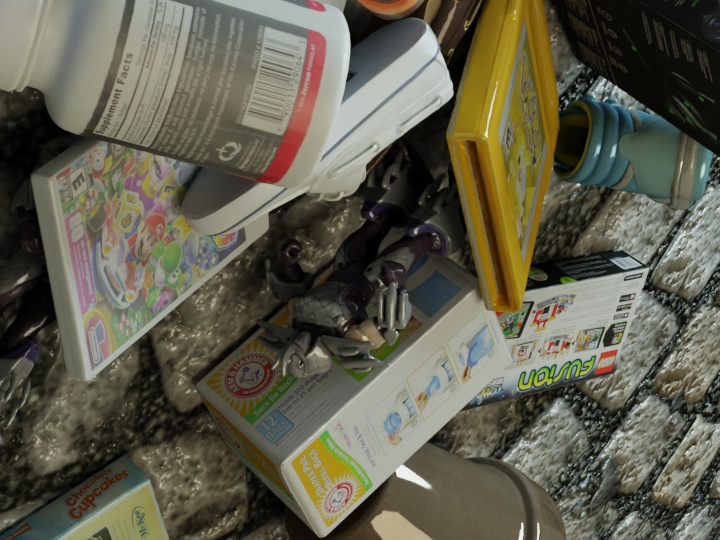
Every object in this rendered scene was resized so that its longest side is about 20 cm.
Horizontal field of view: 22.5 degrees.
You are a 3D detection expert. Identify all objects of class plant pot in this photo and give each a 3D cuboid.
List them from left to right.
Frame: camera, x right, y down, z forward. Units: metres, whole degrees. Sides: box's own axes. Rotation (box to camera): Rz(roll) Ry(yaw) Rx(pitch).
[{"bbox_3d":[0.037,0.210,1.430,0.201,0.200,0.175,-49,124,-3],"label":"plant pot"}]

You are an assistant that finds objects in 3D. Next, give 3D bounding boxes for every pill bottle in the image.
[{"bbox_3d":[-0.115,-0.122,1.031,0.198,0.111,0.111,14,111,-18],"label":"pill bottle"}]

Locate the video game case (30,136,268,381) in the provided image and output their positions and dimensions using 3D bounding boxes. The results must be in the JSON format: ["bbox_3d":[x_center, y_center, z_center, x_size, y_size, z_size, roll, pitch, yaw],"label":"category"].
[{"bbox_3d":[-0.125,-0.042,1.134,0.200,0.018,0.144,-43,138,-44],"label":"video game case"}]

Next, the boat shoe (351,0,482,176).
[{"bbox_3d":[0.032,-0.141,1.233,0.070,0.070,0.201,21,103,-47],"label":"boat shoe"}]

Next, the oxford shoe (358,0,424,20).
[{"bbox_3d":[0.054,-0.252,1.152,0.201,0.071,0.073,-58,170,2],"label":"oxford shoe"}]

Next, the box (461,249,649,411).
[{"bbox_3d":[0.151,0.049,1.519,0.199,0.035,0.111,-9,124,-40],"label":"box"}]

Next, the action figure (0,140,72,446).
[{"bbox_3d":[-0.194,0.003,1.126,0.200,0.069,0.130,-51,136,-6],"label":"action figure"}]

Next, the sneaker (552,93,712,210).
[{"bbox_3d":[0.211,-0.098,1.445,0.200,0.129,0.080,25,76,-84],"label":"sneaker"}]

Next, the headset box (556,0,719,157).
[{"bbox_3d":[0.237,-0.177,1.285,0.093,0.200,0.174,-46,148,-7],"label":"headset box"}]

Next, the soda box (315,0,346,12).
[{"bbox_3d":[-0.036,-0.233,1.101,0.063,0.068,0.201,-6,123,-41],"label":"soda box"}]

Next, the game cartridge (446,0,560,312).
[{"bbox_3d":[0.107,-0.102,1.278,0.177,0.032,0.201,73,27,-46],"label":"game cartridge"}]

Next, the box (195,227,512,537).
[{"bbox_3d":[-0.004,0.076,1.328,0.200,0.112,0.102,-42,140,-15],"label":"box"}]

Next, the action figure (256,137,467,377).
[{"bbox_3d":[0.000,0.000,1.260,0.200,0.129,0.070,-52,141,-28],"label":"action figure"}]

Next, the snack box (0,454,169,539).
[{"bbox_3d":[-0.189,0.240,1.330,0.116,0.037,0.201,-33,137,-23],"label":"snack box"}]

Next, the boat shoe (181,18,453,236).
[{"bbox_3d":[-0.021,-0.076,1.147,0.199,0.074,0.066,-37,122,-9],"label":"boat shoe"}]
